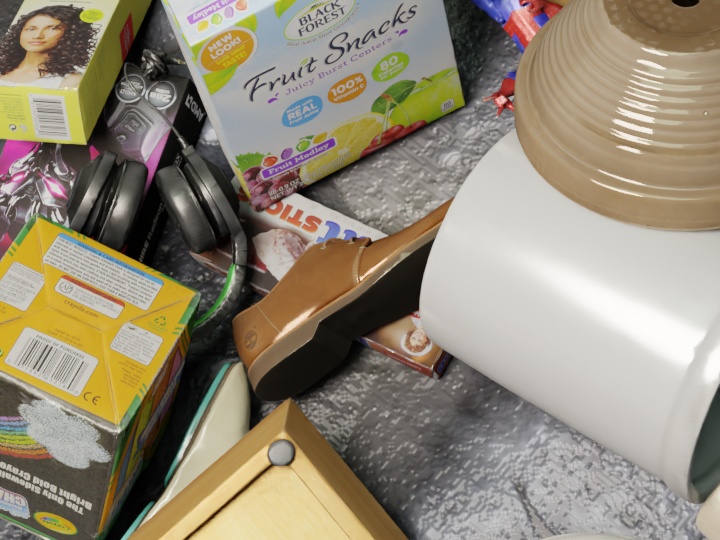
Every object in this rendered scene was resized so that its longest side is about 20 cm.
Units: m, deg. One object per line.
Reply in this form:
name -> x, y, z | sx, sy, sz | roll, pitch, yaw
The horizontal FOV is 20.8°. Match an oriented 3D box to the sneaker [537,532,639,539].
sneaker -> 0.175, 0.192, 1.169 | 0.198, 0.089, 0.076 | 7, 73, 18

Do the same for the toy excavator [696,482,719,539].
toy excavator -> 0.304, 0.077, 1.177 | 0.194, 0.201, 0.100 | -20, 54, -43

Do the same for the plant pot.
plant pot -> 0.190, -0.127, 1.157 | 0.199, 0.093, 0.202 | -3, 46, 3

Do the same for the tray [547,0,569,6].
tray -> 0.137, -0.236, 1.374 | 0.198, 0.037, 0.099 | 16, 74, 20

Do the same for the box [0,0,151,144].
box -> -0.201, -0.169, 1.381 | 0.075, 0.050, 0.201 | 3, 41, 9

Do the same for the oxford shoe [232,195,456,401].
oxford shoe -> 0.000, 0.000, 1.276 | 0.199, 0.071, 0.072 | -33, 59, 4

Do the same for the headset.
headset -> -0.140, -0.048, 1.325 | 0.122, 0.094, 0.202 | 0, 92, -9

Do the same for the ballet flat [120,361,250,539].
ballet flat -> -0.112, 0.158, 1.283 | 0.069, 0.069, 0.201 | 29, 81, 23

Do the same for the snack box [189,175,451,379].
snack box -> -0.017, 0.000, 1.331 | 0.199, 0.024, 0.072 | 25, 77, 23

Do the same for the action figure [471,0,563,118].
action figure -> 0.088, -0.181, 1.311 | 0.065, 0.099, 0.200 | -39, 90, 26

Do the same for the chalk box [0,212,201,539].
chalk box -> -0.194, 0.089, 1.264 | 0.124, 0.201, 0.124 | 25, 50, 3

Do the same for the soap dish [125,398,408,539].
soap dish -> -0.040, 0.204, 1.201 | 0.157, 0.081, 0.200 | -40, 83, -4

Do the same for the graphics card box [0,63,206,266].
graphics card box -> -0.198, -0.051, 1.388 | 0.124, 0.051, 0.201 | 14, 73, 20

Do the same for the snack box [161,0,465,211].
snack box -> -0.028, -0.147, 1.281 | 0.168, 0.200, 0.068 | -28, 59, -5

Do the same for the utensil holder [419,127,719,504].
utensil holder -> 0.160, 0.019, 1.197 | 0.199, 0.170, 0.171 | 30, 80, 25
